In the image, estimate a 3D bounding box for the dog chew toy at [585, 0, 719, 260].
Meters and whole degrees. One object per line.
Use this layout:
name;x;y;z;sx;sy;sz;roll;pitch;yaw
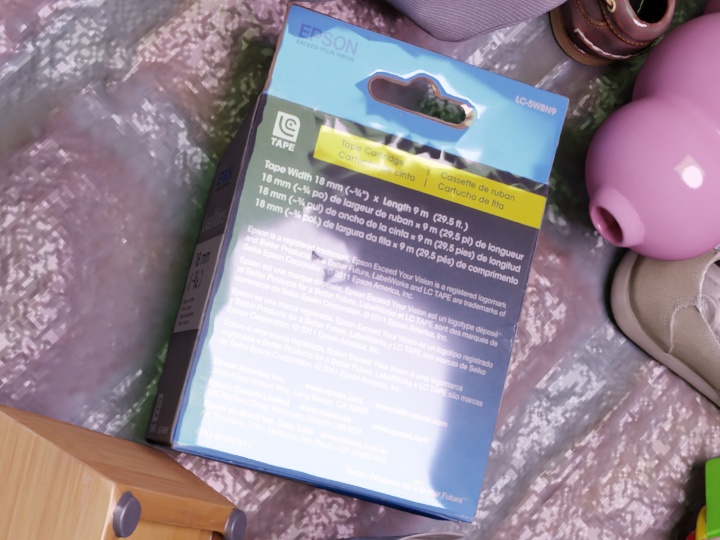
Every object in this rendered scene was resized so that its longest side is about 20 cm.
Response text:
dog chew toy;0.188;-0.077;0.764;0.200;0.124;0.125;-36;97;-20

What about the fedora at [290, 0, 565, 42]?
fedora;0.059;-0.170;0.715;0.200;0.177;0.090;-43;120;11

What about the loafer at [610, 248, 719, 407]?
loafer;0.216;0.051;0.795;0.199;0.068;0.076;29;80;-12

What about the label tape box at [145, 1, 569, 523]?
label tape box;0.000;0.000;0.732;0.144;0.063;0.201;17;81;-16

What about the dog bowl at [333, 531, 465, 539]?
dog bowl;0.005;0.207;0.686;0.199;0.059;0.201;-4;96;-42

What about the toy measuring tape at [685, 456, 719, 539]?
toy measuring tape;0.190;0.167;0.752;0.073;0.074;0.201;26;44;-15

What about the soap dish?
soap dish;-0.120;0.163;0.632;0.081;0.157;0.201;9;80;19

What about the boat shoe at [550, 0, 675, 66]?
boat shoe;0.129;-0.204;0.787;0.070;0.070;0.201;-3;85;-14
